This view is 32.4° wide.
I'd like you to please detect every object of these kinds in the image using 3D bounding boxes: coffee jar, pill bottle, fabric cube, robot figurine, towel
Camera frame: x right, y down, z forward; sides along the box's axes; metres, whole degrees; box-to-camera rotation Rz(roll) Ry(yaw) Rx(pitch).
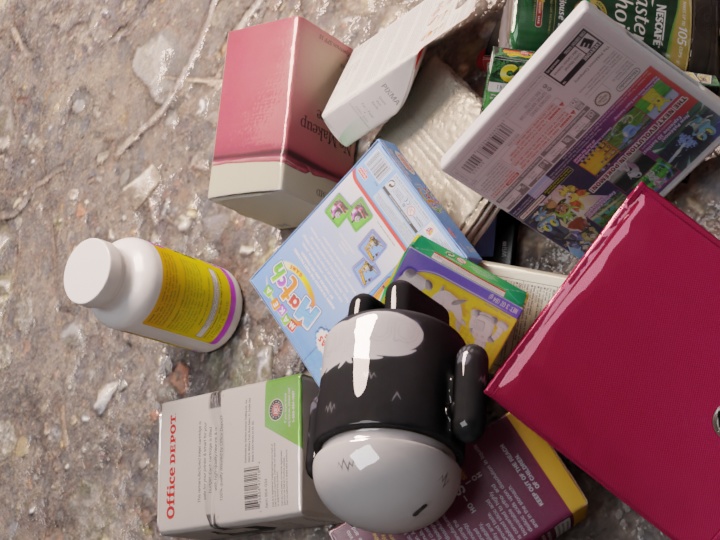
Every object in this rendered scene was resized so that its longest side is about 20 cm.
[{"bbox_3d":[0.228,-0.213,1.125,0.199,0.085,0.105,6,71,-1],"label":"coffee jar"},{"bbox_3d":[-0.232,0.024,1.388,0.104,0.200,0.105,-12,69,34],"label":"pill bottle"},{"bbox_3d":[0.237,0.070,0.966,0.199,0.200,0.197,38,98,7],"label":"fabric cube"},{"bbox_3d":[0.027,0.112,1.003,0.150,0.124,0.201,109,168,-58],"label":"robot figurine"},{"bbox_3d":[0.088,-0.116,1.236,0.133,0.034,0.200,-54,44,18],"label":"towel"}]

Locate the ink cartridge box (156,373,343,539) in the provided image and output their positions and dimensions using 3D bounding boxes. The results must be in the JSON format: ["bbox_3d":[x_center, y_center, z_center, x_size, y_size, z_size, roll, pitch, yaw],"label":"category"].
[{"bbox_3d":[-0.116,0.203,1.319,0.199,0.084,0.146,-14,67,33],"label":"ink cartridge box"}]

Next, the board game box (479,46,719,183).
[{"bbox_3d":[0.207,-0.138,1.105,0.024,0.199,0.105,-84,2,-49],"label":"board game box"}]

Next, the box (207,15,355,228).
[{"bbox_3d":[-0.080,-0.160,1.375,0.108,0.128,0.201,-4,74,35],"label":"box"}]

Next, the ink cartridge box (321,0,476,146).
[{"bbox_3d":[0.060,-0.229,1.282,0.199,0.050,0.161,-28,24,31],"label":"ink cartridge box"}]

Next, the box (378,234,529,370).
[{"bbox_3d":[0.054,0.082,1.114,0.117,0.048,0.201,28,113,5],"label":"box"}]

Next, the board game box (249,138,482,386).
[{"bbox_3d":[0.000,0.000,1.179,0.200,0.037,0.152,-45,64,21],"label":"board game box"}]

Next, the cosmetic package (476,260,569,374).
[{"bbox_3d":[0.141,0.046,1.152,0.199,0.073,0.104,12,93,30],"label":"cosmetic package"}]

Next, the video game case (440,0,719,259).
[{"bbox_3d":[0.201,-0.115,1.097,0.200,0.182,0.023,-48,21,32],"label":"video game case"}]

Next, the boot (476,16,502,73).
[{"bbox_3d":[0.172,-0.170,1.225,0.144,0.072,0.201,-1,68,38],"label":"boot"}]

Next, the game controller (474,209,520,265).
[{"bbox_3d":[0.114,-0.065,1.253,0.104,0.042,0.201,-2,75,37],"label":"game controller"}]

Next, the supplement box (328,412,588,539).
[{"bbox_3d":[0.089,0.220,1.077,0.199,0.131,0.103,-33,72,-2],"label":"supplement box"}]
